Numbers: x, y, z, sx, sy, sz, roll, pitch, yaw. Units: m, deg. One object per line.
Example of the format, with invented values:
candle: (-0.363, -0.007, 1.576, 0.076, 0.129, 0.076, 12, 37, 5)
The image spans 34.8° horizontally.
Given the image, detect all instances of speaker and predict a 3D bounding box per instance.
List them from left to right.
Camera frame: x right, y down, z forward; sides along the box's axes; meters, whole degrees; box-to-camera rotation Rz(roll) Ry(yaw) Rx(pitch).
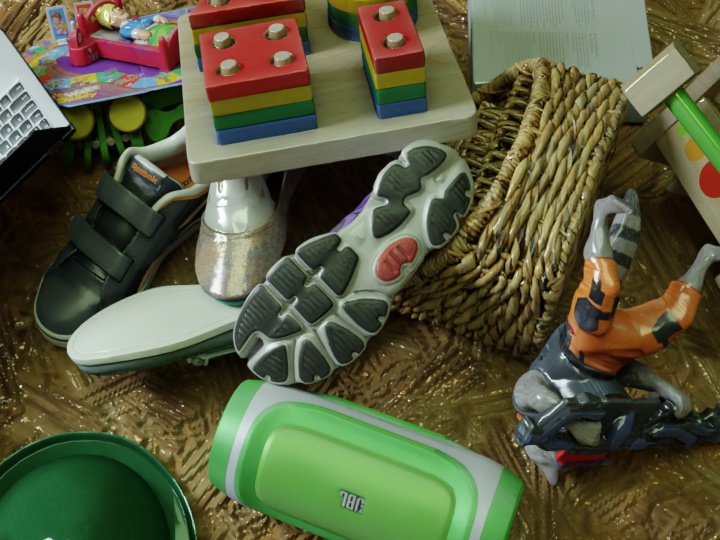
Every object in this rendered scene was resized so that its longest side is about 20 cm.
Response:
speaker: (0.004, 0.139, 0.753, 0.197, 0.089, 0.089, 18, 61, 11)

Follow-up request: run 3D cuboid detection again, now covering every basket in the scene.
basket: (0.099, -0.062, 0.838, 0.147, 0.144, 0.202, 20, 61, 12)

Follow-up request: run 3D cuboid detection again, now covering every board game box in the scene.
board game box: (-0.188, -0.195, 0.942, 0.197, 0.039, 0.159, -13, 35, -10)

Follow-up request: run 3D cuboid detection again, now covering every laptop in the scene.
laptop: (-0.315, -0.078, 0.834, 0.187, 0.116, 0.201, -42, 64, 3)

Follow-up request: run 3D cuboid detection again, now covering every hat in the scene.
hat: (-0.186, 0.155, 0.690, 0.164, 0.177, 0.201, -28, 62, -15)

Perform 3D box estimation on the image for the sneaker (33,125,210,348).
sneaker: (-0.175, -0.035, 0.864, 0.078, 0.080, 0.201, 32, 66, 18)

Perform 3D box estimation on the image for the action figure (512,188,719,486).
action figure: (0.175, 0.057, 0.766, 0.198, 0.195, 0.105, 14, 22, -39)

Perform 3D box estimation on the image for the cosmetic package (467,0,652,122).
cosmetic package: (0.167, -0.221, 0.986, 0.148, 0.052, 0.203, 0, 59, 3)

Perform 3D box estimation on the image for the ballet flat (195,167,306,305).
ballet flat: (-0.084, -0.059, 0.846, 0.067, 0.068, 0.201, -1, 37, 8)

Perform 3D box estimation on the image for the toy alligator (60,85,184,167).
toy alligator: (-0.178, -0.118, 0.930, 0.196, 0.059, 0.055, -9, 101, -6)

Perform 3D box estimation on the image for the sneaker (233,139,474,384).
sneaker: (0.000, 0.000, 0.779, 0.200, 0.083, 0.081, -42, 90, -7)

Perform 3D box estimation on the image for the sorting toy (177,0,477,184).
sorting toy: (-0.034, -0.164, 0.821, 0.196, 0.070, 0.200, -10, 42, -3)

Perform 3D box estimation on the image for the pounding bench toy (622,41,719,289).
pounding bench toy: (0.278, -0.066, 0.796, 0.198, 0.124, 0.158, 7, 49, -41)

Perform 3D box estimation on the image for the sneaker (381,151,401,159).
sneaker: (0.011, -0.172, 0.948, 0.073, 0.081, 0.202, 14, 37, -22)

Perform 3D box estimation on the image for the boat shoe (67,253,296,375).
boat shoe: (-0.107, 0.046, 0.820, 0.197, 0.063, 0.073, -17, 36, -12)
